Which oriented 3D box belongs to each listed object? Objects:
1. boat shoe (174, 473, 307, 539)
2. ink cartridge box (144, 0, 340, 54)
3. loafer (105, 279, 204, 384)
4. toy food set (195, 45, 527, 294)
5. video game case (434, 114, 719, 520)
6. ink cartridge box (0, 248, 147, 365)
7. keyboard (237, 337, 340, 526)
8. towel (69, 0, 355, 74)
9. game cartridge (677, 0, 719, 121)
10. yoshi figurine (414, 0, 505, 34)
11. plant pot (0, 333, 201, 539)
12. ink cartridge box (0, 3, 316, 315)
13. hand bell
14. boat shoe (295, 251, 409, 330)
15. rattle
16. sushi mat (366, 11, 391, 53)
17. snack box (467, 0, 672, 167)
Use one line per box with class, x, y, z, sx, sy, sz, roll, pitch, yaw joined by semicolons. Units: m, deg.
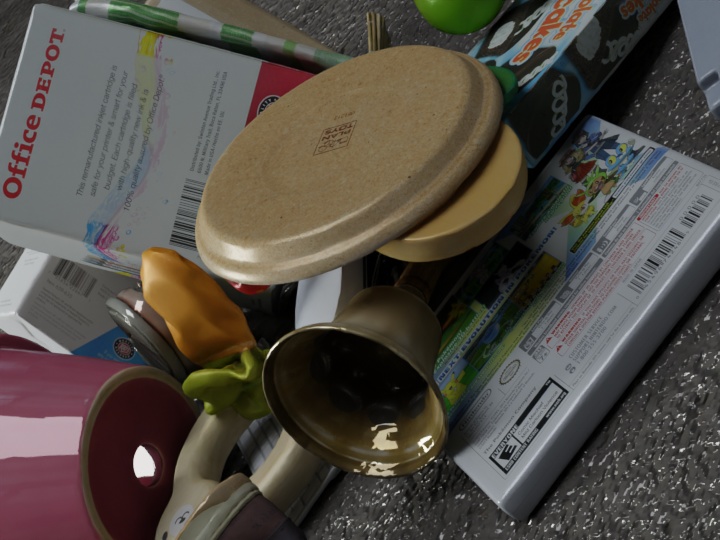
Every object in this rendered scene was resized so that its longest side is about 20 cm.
boat shoe;-0.092;0.207;0.955;0.201;0.065;0.072;-62;-20;16
ink cartridge box;-0.120;-0.102;1.297;0.201;0.164;0.075;-59;-11;-14
loafer;-0.124;0.035;1.175;0.063;0.072;0.200;-45;-8;-10
toy food set;-0.002;-0.058;0.976;0.199;0.049;0.199;-24;32;15
video game case;0.106;0.017;0.933;0.201;0.022;0.182;-53;25;1
ink cartridge box;-0.189;-0.017;1.373;0.067;0.116;0.201;-9;48;57
keyboard;-0.054;0.101;1.109;0.056;0.011;0.200;-50;25;5
towel;-0.089;-0.142;1.192;0.153;0.198;0.024;56;-130;-81
game cartridge;0.255;-0.173;0.912;0.200;0.041;0.134;-39;24;27
yoshi figurine;0.103;-0.214;1.091;0.199;0.112;0.113;-24;57;14
plant pot;-0.201;0.134;1.127;0.178;0.200;0.201;-10;46;35
ink cartridge box;-0.134;-0.070;1.166;0.145;0.198;0.147;112;173;-82
hand bell;0.032;0.008;0.973;0.104;0.104;0.201;-28;22;41
boat shoe;0.000;0.000;1.078;0.200;0.067;0.072;-100;32;-68
rattle;-0.106;0.113;1.024;0.130;0.143;0.201;19;69;42
sushi mat;0.025;-0.080;1.121;0.012;0.096;0.201;-16;35;10
snack box;0.119;-0.140;1.059;0.200;0.037;0.116;-49;23;-21
